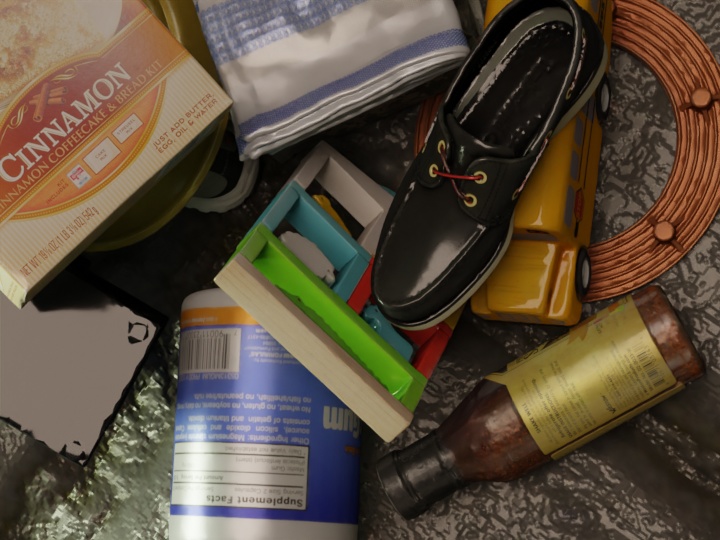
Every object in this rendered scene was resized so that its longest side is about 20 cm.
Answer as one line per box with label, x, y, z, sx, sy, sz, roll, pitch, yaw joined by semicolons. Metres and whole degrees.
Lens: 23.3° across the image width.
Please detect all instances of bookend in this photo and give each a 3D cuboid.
bookend;-0.207;0.028;1.071;0.198;0.200;0.093;29;90;6

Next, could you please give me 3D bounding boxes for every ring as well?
ring;0.127;-0.080;1.064;0.199;0.019;0.202;-3;80;15

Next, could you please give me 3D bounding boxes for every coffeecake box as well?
coffeecake box;-0.193;-0.107;0.935;0.153;0.073;0.200;-44;93;-16

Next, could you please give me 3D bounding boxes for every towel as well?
towel;-0.033;-0.177;0.997;0.146;0.024;0.201;-23;73;11

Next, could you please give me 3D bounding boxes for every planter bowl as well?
planter bowl;-0.179;-0.115;1.041;0.199;0.083;0.202;-2;86;31

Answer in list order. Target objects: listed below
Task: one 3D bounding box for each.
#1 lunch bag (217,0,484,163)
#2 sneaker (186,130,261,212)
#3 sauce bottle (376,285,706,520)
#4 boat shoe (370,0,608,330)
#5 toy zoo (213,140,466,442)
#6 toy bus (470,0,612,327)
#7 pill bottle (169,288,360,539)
lunch bag;-0.023;-0.196;1.076;0.163;0.117;0.202;-21;71;19
sneaker;-0.164;-0.091;1.120;0.199;0.079;0.075;13;87;19
sauce bottle;0.102;0.081;1.021;0.199;0.066;0.066;-29;74;8
boat shoe;0.062;-0.062;0.951;0.073;0.063;0.202;33;92;25
toy zoo;0.000;0.000;1.007;0.131;0.200;0.020;44;120;-7
toy bus;0.102;-0.072;1.014;0.065;0.078;0.202;4;78;22
pill bottle;-0.055;0.117;1.030;0.111;0.112;0.202;-1;82;16
